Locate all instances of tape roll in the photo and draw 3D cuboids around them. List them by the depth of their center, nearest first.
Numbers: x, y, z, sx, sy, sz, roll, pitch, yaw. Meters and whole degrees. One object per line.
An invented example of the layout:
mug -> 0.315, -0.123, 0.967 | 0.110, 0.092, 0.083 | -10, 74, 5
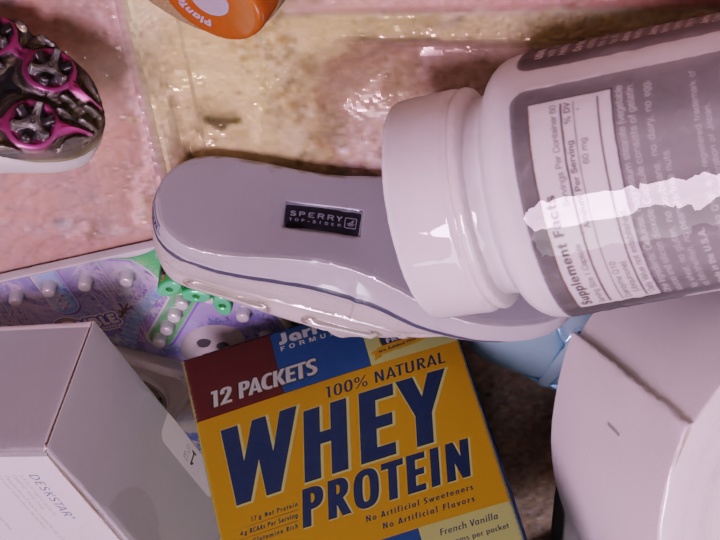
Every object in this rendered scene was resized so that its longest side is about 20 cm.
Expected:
tape roll -> 0.201, 0.087, 1.117 | 0.202, 0.139, 0.203 | -5, 107, -15

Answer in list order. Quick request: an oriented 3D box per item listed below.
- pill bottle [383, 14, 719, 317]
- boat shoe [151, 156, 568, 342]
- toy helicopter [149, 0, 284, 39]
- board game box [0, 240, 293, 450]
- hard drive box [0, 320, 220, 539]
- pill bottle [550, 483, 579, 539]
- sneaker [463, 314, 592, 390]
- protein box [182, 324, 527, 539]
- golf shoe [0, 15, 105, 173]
pill bottle -> 0.117, -0.043, 1.048 | 0.200, 0.114, 0.114 | -10, 139, 18
boat shoe -> 0.000, 0.000, 1.166 | 0.200, 0.071, 0.070 | 9, 152, -3
toy helicopter -> -0.109, -0.166, 0.973 | 0.200, 0.079, 0.132 | 43, 150, -18
board game box -> -0.120, 0.067, 1.289 | 0.200, 0.026, 0.200 | -12, 138, 20
hard drive box -> -0.190, 0.104, 1.250 | 0.200, 0.077, 0.156 | -2, 142, 27
pill bottle -> 0.199, 0.139, 1.275 | 0.200, 0.114, 0.114 | 4, 141, 1
sneaker -> 0.144, 0.056, 1.203 | 0.200, 0.082, 0.074 | 11, 140, -8
protein box -> 0.018, 0.154, 1.217 | 0.135, 0.199, 0.200 | -18, 135, 1
golf shoe -> -0.205, -0.071, 1.099 | 0.200, 0.073, 0.092 | 10, 148, 10
